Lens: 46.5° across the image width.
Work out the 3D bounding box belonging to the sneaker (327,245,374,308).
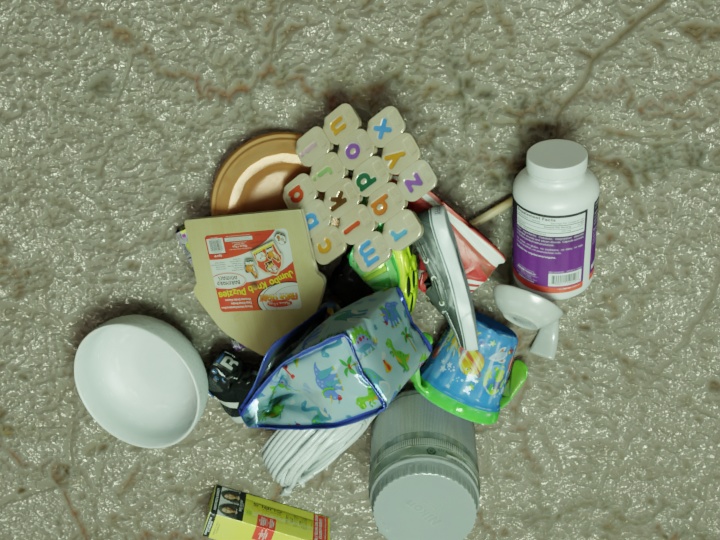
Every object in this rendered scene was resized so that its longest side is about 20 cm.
[{"bbox_3d":[0.000,0.000,1.180,0.090,0.076,0.202,4,111,1],"label":"sneaker"}]

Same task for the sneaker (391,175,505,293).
[{"bbox_3d":[0.089,-0.037,1.127,0.200,0.078,0.116,39,98,-3],"label":"sneaker"}]

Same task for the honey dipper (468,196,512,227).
[{"bbox_3d":[0.182,-0.077,1.174,0.199,0.038,0.038,-29,110,7],"label":"honey dipper"}]

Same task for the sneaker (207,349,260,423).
[{"bbox_3d":[-0.155,0.156,1.198,0.199,0.073,0.112,-24,117,41],"label":"sneaker"}]

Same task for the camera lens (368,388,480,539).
[{"bbox_3d":[0.093,0.283,1.222,0.158,0.200,0.161,1,118,3],"label":"camera lens"}]

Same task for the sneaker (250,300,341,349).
[{"bbox_3d":[-0.074,0.076,1.173,0.198,0.075,0.091,13,115,-5],"label":"sneaker"}]

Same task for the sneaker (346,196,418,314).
[{"bbox_3d":[0.028,-0.008,1.104,0.083,0.074,0.202,-3,101,22],"label":"sneaker"}]

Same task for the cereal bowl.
[{"bbox_3d":[-0.306,0.151,1.211,0.198,0.083,0.202,6,112,15],"label":"cereal bowl"}]

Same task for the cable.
[{"bbox_3d":[-0.053,0.230,1.213,0.199,0.200,0.069,-36,73,-21],"label":"cable"}]

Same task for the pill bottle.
[{"bbox_3d":[0.259,-0.068,1.117,0.111,0.113,0.201,-7,126,1],"label":"pill bottle"}]

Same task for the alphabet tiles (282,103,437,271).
[{"bbox_3d":[-0.004,-0.105,1.058,0.195,0.015,0.201,-35,76,23],"label":"alphabet tiles"}]

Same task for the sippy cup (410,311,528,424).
[{"bbox_3d":[0.161,0.132,1.213,0.139,0.177,0.131,27,100,23],"label":"sippy cup"}]

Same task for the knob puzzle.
[{"bbox_3d":[-0.133,0.019,1.119,0.218,0.030,0.222,6,110,18],"label":"knob puzzle"}]

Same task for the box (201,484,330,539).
[{"bbox_3d":[-0.149,0.410,1.339,0.198,0.075,0.050,20,110,-9],"label":"box"}]

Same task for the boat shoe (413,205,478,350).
[{"bbox_3d":[0.108,0.014,1.088,0.056,0.069,0.202,-14,106,12],"label":"boat shoe"}]

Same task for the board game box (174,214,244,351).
[{"bbox_3d":[-0.168,0.009,1.202,0.119,0.032,0.201,-23,111,3],"label":"board game box"}]

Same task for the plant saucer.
[{"bbox_3d":[-0.104,-0.086,1.141,0.198,0.037,0.202,-4,109,-11],"label":"plant saucer"}]

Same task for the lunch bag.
[{"bbox_3d":[-0.038,0.118,1.038,0.199,0.170,0.128,-28,94,32],"label":"lunch bag"}]

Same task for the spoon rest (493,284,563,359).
[{"bbox_3d":[0.245,0.063,1.179,0.099,0.200,0.061,18,73,29],"label":"spoon rest"}]
